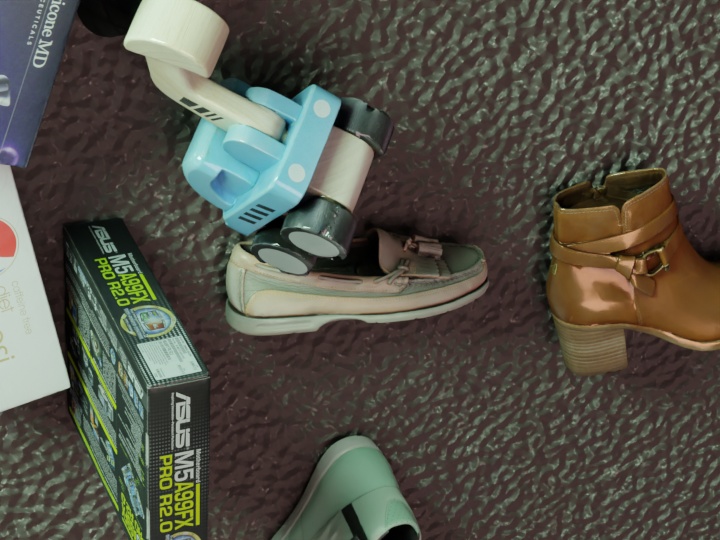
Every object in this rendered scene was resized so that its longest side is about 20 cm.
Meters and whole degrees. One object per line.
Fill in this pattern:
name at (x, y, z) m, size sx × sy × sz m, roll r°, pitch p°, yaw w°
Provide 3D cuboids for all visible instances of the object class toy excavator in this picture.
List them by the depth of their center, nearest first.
toy excavator at (-0.079, -0.093, 1.476) m, size 0.199 × 0.194 × 0.101 m, roll 26°, pitch 71°, yaw -15°

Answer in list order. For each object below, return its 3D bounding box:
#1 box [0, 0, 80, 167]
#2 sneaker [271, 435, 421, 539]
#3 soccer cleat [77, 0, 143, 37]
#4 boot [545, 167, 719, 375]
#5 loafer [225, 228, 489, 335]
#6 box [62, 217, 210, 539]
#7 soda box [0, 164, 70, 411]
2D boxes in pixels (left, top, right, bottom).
box at (-0.280, -0.160, 1.357) m, size 0.199 × 0.104 × 0.149 m, roll 6°, pitch 118°, yaw -29°
sneaker at (-0.019, 0.241, 1.746) m, size 0.073 × 0.118 × 0.202 m, roll 7°, pitch 120°, yaw -31°
soccer cleat at (-0.115, -0.211, 1.392) m, size 0.200 × 0.068 × 0.081 m, roll -37°, pitch 174°, yaw 29°
boot at (0.235, -0.013, 1.729) m, size 0.199 × 0.074 × 0.156 m, roll -19°, pitch 124°, yaw -16°
loafer at (0.000, 0.000, 1.628) m, size 0.198 × 0.072 × 0.063 m, roll -9°, pitch 118°, yaw -17°
box at (-0.152, 0.083, 1.522) m, size 0.044 × 0.200 × 0.161 m, roll -10°, pitch 125°, yaw -19°
soda box at (-0.251, -0.004, 1.504) m, size 0.068 × 0.064 × 0.201 m, roll -19°, pitch 127°, yaw -13°
